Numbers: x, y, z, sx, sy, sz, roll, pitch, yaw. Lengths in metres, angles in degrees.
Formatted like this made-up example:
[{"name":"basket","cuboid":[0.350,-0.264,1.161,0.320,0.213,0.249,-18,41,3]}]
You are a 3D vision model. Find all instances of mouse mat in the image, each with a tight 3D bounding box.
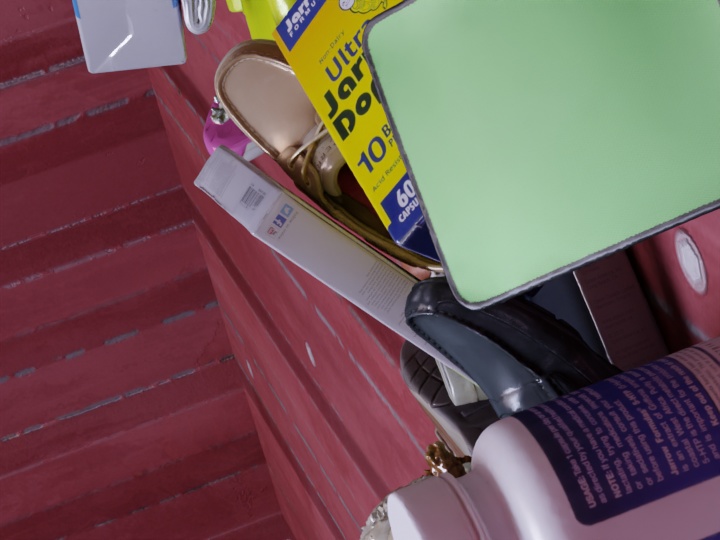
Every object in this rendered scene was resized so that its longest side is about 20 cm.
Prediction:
[{"name":"mouse mat","cuboid":[0.095,-0.083,0.919,0.200,0.008,0.161,-25,81,39]}]

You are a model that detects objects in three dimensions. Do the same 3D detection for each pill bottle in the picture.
[{"name":"pill bottle","cuboid":[0.122,0.119,0.971,0.120,0.200,0.120,161,90,-80]}]

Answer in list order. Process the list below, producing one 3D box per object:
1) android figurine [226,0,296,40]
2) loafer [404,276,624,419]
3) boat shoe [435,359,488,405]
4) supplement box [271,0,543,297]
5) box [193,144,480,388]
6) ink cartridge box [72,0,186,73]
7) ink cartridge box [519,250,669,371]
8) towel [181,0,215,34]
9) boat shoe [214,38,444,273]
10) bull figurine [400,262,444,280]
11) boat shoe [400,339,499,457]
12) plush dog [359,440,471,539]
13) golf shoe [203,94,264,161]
[{"name":"android figurine","cuboid":[-0.060,-0.195,1.243,0.182,0.041,0.200,-131,22,-64]},{"name":"loafer","cuboid":[0.107,0.073,1.063,0.200,0.070,0.068,33,158,-12]},{"name":"boat shoe","cuboid":[0.063,0.020,1.475,0.072,0.062,0.200,81,166,-46]},{"name":"supplement box","cuboid":[0.052,-0.099,1.068,0.109,0.109,0.200,21,-152,-40]},{"name":"box","cuboid":[0.000,0.000,1.188,0.200,0.036,0.144,36,-179,-24]},{"name":"ink cartridge box","cuboid":[-0.160,-0.243,1.272,0.116,0.068,0.200,86,175,-52]},{"name":"ink cartridge box","cuboid":[0.104,-0.007,1.201,0.198,0.043,0.200,138,114,-69]},{"name":"towel","cuboid":[-0.115,-0.255,1.272,0.200,0.024,0.147,-103,7,-63]},{"name":"boat shoe","cuboid":[-0.005,-0.068,1.148,0.200,0.074,0.069,35,-165,2]},{"name":"bull figurine","cuboid":[0.054,-0.044,1.366,0.121,0.065,0.200,133,125,-76]},{"name":"boat shoe","cuboid":[0.087,0.116,1.509,0.200,0.076,0.072,-120,12,-50]},{"name":"plush dog","cuboid":[0.057,0.186,1.285,0.160,0.200,0.172,47,150,-14]},{"name":"golf shoe","cuboid":[-0.031,-0.131,1.386,0.075,0.200,0.092,25,149,36]}]
